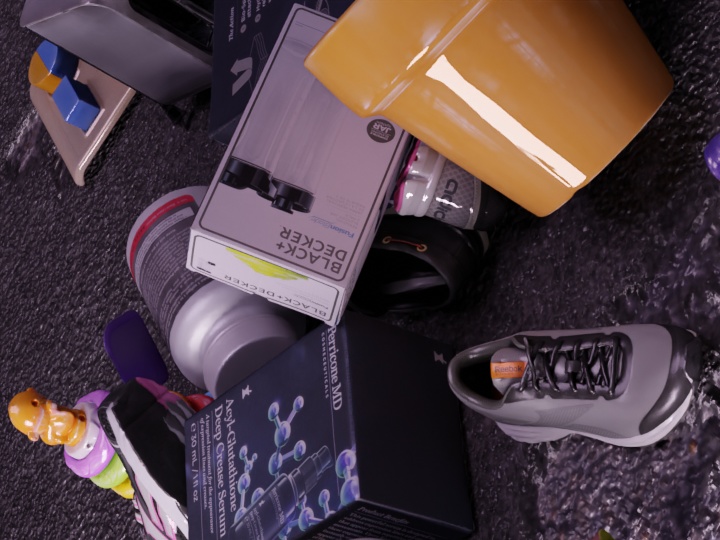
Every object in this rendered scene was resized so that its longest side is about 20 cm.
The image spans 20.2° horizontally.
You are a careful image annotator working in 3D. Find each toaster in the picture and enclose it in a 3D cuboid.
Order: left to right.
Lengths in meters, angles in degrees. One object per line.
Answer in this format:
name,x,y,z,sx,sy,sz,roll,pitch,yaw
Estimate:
toaster,-0.180,-0.257,1.789,0.118,0.200,0.181,-12,57,48

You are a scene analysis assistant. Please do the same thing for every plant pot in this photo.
plant pot,0.096,-0.141,1.310,0.200,0.183,0.200,-45,3,3

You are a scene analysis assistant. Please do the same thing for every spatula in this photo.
spatula,-0.131,0.118,1.568,0.200,0.056,0.021,49,123,5

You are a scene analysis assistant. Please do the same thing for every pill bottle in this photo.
pill bottle,-0.109,0.028,1.607,0.111,0.110,0.200,-57,37,19

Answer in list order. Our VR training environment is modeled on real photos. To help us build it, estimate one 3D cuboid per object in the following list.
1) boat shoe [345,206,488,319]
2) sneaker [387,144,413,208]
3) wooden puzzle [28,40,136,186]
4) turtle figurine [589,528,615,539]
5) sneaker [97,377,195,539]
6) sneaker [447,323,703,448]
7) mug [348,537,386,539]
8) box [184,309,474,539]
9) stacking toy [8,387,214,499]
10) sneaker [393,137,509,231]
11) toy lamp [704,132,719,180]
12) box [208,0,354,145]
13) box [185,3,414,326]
boat shoe,-0.001,-0.002,1.476,0.201,0.074,0.063,-7,36,40
sneaker,-0.026,-0.069,1.522,0.199,0.129,0.080,-14,65,51
wooden puzzle,-0.269,-0.211,1.999,0.200,0.046,0.185,-58,37,18
turtle figurine,0.108,0.236,1.212,0.161,0.200,0.064,-34,10,13
sneaker,-0.144,0.182,1.529,0.086,0.080,0.200,-34,87,36
sneaker,0.135,0.071,1.280,0.200,0.079,0.074,-13,62,50
mug,-0.003,0.245,1.308,0.150,0.186,0.153,-55,29,13
box,-0.028,0.146,1.443,0.200,0.107,0.149,-36,47,39
stacking toy,-0.191,0.133,1.592,0.110,0.200,0.116,-36,48,40
sneaker,0.093,-0.105,1.433,0.200,0.087,0.074,-66,4,-33
toy lamp,0.240,0.011,1.184,0.058,0.058,0.201,-35,46,40
box,-0.016,-0.208,1.585,0.200,0.117,0.197,-28,52,43
box,-0.031,-0.075,1.404,0.060,0.116,0.200,107,-175,-63
